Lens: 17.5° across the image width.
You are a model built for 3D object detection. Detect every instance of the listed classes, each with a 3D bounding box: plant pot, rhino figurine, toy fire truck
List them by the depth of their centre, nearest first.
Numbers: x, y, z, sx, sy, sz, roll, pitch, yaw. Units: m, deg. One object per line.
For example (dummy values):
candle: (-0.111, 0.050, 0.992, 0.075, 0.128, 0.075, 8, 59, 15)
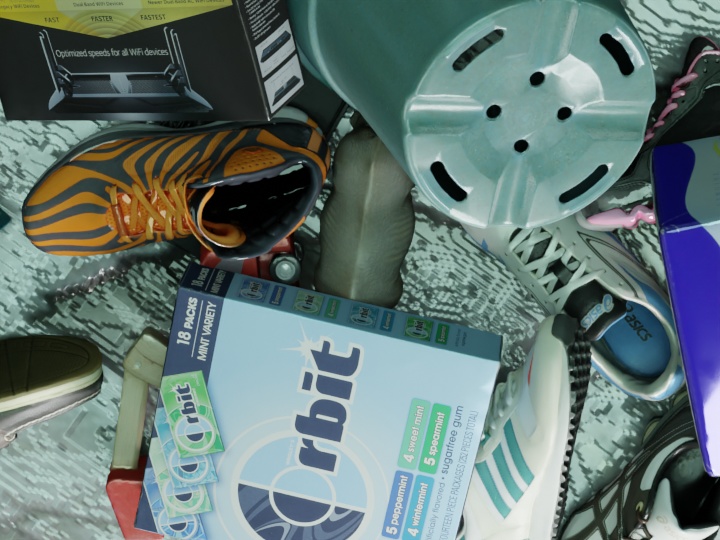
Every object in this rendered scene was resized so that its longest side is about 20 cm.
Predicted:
plant pot: (0.069, -0.135, 1.359, 0.199, 0.196, 0.201, -9, 125, -13)
rhino figurine: (0.000, 0.000, 1.476, 0.060, 0.087, 0.201, 9, 100, 1)
toy fire truck: (-0.100, 0.068, 1.504, 0.140, 0.049, 0.201, -5, 105, 2)

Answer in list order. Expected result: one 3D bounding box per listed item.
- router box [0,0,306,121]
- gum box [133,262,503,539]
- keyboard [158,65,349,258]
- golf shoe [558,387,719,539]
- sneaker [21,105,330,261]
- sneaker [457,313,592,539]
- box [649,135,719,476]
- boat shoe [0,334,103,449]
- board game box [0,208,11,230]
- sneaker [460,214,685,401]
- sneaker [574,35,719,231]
router box: (-0.144, -0.170, 1.408, 0.199, 0.052, 0.158, 3, 121, 29)
gum box: (-0.027, 0.100, 1.446, 0.199, 0.045, 0.171, 12, 113, 1)
keyboard: (-0.071, -0.101, 1.492, 0.104, 0.040, 0.200, 28, 107, -13)
golf shoe: (0.180, 0.166, 1.495, 0.078, 0.095, 0.200, 27, 102, -4)
sneaker: (-0.116, -0.045, 1.431, 0.199, 0.112, 0.078, -18, 112, 6)
sneaker: (0.088, 0.111, 1.479, 0.093, 0.070, 0.200, 12, 126, 8)
box: (0.284, 0.011, 1.381, 0.199, 0.105, 0.184, -9, 121, 10)
boat shoe: (-0.259, 0.097, 1.519, 0.199, 0.073, 0.065, -15, 121, -1)
board game box: (-0.350, -0.017, 1.509, 0.200, 0.047, 0.151, -42, 96, 9)
sneaker: (0.135, 0.002, 1.479, 0.200, 0.072, 0.072, 44, 101, -4)
sneaker: (0.213, -0.094, 1.459, 0.199, 0.079, 0.096, -27, 91, -5)
